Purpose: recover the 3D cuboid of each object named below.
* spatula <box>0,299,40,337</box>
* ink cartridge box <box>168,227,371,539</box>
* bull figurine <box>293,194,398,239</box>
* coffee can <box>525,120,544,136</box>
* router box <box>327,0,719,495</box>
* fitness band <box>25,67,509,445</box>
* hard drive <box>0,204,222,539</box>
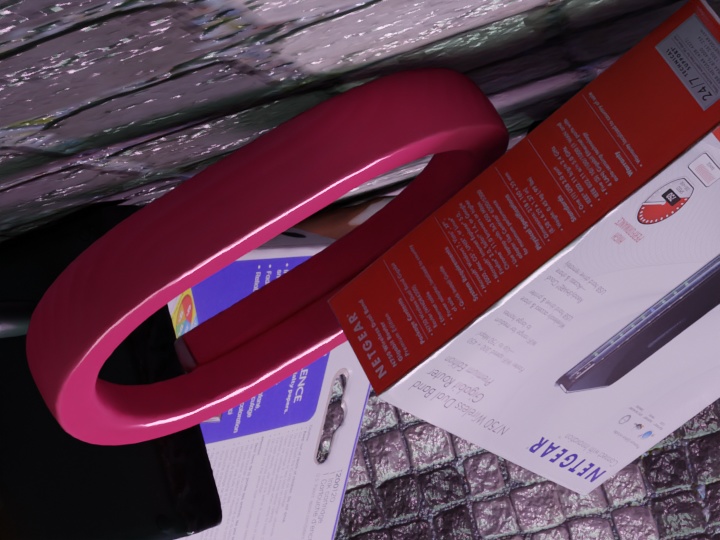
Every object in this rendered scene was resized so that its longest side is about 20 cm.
[{"bbox_3d":[-0.190,0.015,0.554,0.056,0.021,0.199,-18,163,38],"label":"spatula"},{"bbox_3d":[-0.073,0.077,0.760,0.043,0.200,0.199,25,-163,37],"label":"ink cartridge box"},{"bbox_3d":[0.000,0.000,0.938,0.197,0.066,0.122,-9,143,-5],"label":"bull figurine"},{"bbox_3d":[0.190,-0.009,0.770,0.197,0.148,0.146,-2,-179,16],"label":"coffee can"},{"bbox_3d":[0.112,0.004,0.615,0.179,0.049,0.199,-40,146,15],"label":"router box"},{"bbox_3d":[-0.032,-0.004,0.564,0.199,0.038,0.144,-32,159,-4],"label":"fitness band"},{"bbox_3d":[-0.161,0.067,0.676,0.198,0.141,0.033,-19,175,32],"label":"hard drive"}]
